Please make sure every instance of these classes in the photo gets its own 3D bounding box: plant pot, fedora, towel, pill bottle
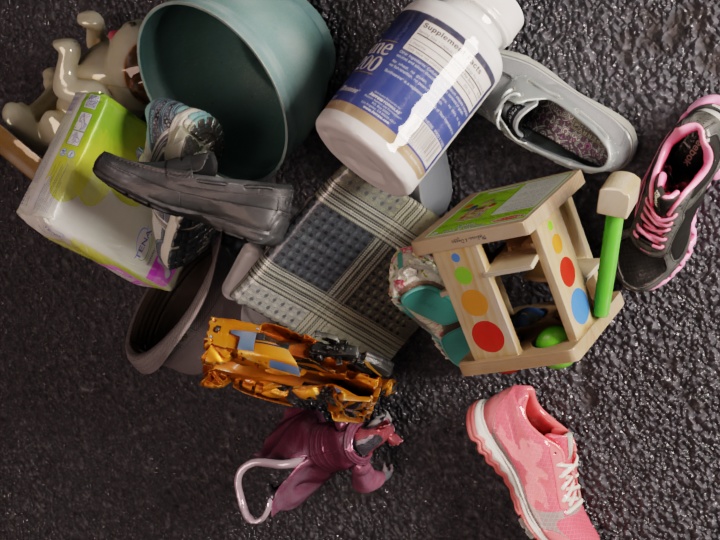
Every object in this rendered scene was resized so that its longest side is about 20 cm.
[{"bbox_3d":[-0.377,-0.117,1.487,0.200,0.200,0.028,38,83,17],"label":"plant pot"},{"bbox_3d":[-0.179,0.041,1.444,0.090,0.177,0.200,31,101,-26],"label":"fedora"},{"bbox_3d":[0.000,0.000,1.289,0.193,0.200,0.035,-49,33,15],"label":"towel"},{"bbox_3d":[0.059,-0.176,1.169,0.111,0.111,0.200,34,78,19],"label":"pill bottle"},{"bbox_3d":[-0.110,-0.209,1.304,0.200,0.134,0.201,27,139,26],"label":"plant pot"}]

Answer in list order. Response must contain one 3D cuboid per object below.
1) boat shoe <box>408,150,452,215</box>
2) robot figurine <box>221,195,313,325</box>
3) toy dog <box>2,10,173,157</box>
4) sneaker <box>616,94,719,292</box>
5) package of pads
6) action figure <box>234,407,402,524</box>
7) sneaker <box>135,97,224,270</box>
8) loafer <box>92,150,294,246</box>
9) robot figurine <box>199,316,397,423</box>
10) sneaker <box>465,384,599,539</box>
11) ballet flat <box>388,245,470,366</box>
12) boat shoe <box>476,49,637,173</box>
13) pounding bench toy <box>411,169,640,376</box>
[{"bbox_3d":[0.044,-0.152,1.284,0.068,0.074,0.200,10,123,39],"label":"boat shoe"},{"bbox_3d":[-0.060,0.021,1.371,0.169,0.113,0.200,17,118,-11],"label":"robot figurine"},{"bbox_3d":[-0.271,-0.196,1.427,0.200,0.140,0.194,-33,99,34],"label":"toy dog"},{"bbox_3d":[0.275,-0.063,1.153,0.079,0.095,0.200,30,119,19],"label":"sneaker"},{"bbox_3d":[-0.255,-0.078,1.368,0.068,0.200,0.155,13,74,42],"label":"package of pads"},{"bbox_3d":[-0.038,0.187,1.395,0.200,0.149,0.134,-23,85,48],"label":"action figure"},{"bbox_3d":[-0.191,-0.093,1.330,0.086,0.078,0.200,35,133,27],"label":"sneaker"},{"bbox_3d":[-0.159,-0.082,1.229,0.200,0.068,0.071,19,90,8],"label":"loafer"},{"bbox_3d":[-0.062,0.105,1.301,0.200,0.058,0.145,14,155,0],"label":"robot figurine"},{"bbox_3d":[0.190,0.205,1.296,0.087,0.074,0.200,-39,82,32],"label":"sneaker"},{"bbox_3d":[0.088,0.034,1.273,0.076,0.200,0.064,-25,53,13],"label":"ballet flat"},{"bbox_3d":[0.164,-0.152,1.207,0.201,0.071,0.070,31,118,21],"label":"boat shoe"},{"bbox_3d":[0.180,0.005,1.164,0.200,0.124,0.156,-11,108,38],"label":"pounding bench toy"}]
